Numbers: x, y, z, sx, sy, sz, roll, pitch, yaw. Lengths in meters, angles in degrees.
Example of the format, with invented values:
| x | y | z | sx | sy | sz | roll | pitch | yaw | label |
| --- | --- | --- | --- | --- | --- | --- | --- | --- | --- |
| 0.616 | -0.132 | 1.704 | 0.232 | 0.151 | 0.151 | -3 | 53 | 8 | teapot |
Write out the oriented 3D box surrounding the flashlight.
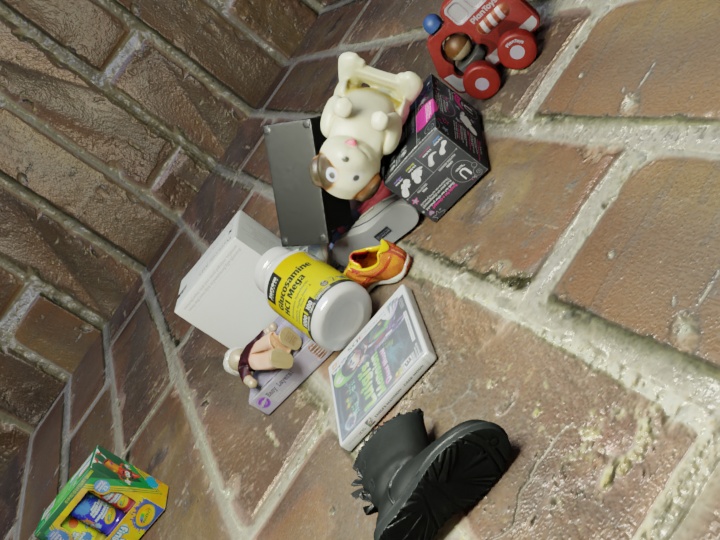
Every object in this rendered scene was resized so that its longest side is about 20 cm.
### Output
| x | y | z | sx | sy | sz | roll | pitch | yaw | label |
| --- | --- | --- | --- | --- | --- | --- | --- | --- | --- |
| 0.016 | -0.121 | 1.474 | 0.200 | 0.068 | 0.068 | -48 | -10 | 27 | flashlight |

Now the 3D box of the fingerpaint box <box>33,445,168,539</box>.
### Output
| x | y | z | sx | sy | sz | roll | pitch | yaw | label |
| --- | --- | --- | --- | --- | --- | --- | --- | --- | --- |
| -0.494 | 0.462 | 1.609 | 0.200 | 0.166 | 0.074 | -48 | 20 | 15 | fingerpaint box |

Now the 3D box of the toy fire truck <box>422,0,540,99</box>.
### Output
| x | y | z | sx | sy | sz | roll | pitch | yaw | label |
| --- | --- | --- | --- | --- | --- | --- | --- | --- | --- |
| 0.197 | -0.399 | 1.411 | 0.200 | 0.167 | 0.113 | -37 | 27 | 38 | toy fire truck |

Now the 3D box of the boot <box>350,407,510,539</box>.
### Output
| x | y | z | sx | sy | sz | roll | pitch | yaw | label |
| --- | --- | --- | --- | --- | --- | --- | --- | --- | --- |
| 0.069 | 0.207 | 0.926 | 0.199 | 0.073 | 0.163 | -51 | 18 | 12 | boot |

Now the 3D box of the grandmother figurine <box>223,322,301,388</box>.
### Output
| x | y | z | sx | sy | sz | roll | pitch | yaw | label |
| --- | --- | --- | --- | --- | --- | --- | --- | --- | --- |
| -0.173 | 0.141 | 1.423 | 0.199 | 0.061 | 0.122 | -22 | 30 | 51 | grandmother figurine |

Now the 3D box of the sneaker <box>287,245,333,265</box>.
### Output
| x | y | z | sx | sy | sz | roll | pitch | yaw | label |
| --- | --- | --- | --- | --- | --- | --- | --- | --- | --- |
| -0.076 | -0.029 | 1.517 | 0.071 | 0.080 | 0.200 | -55 | 15 | 2 | sneaker |

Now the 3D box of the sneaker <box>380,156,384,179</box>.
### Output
| x | y | z | sx | sy | sz | roll | pitch | yaw | label |
| --- | --- | --- | --- | --- | --- | --- | --- | --- | --- |
| 0.053 | -0.216 | 1.541 | 0.201 | 0.077 | 0.111 | -52 | 7 | -3 | sneaker |

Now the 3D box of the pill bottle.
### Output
| x | y | z | sx | sy | sz | roll | pitch | yaw | label |
| --- | --- | --- | --- | --- | --- | --- | --- | --- | --- |
| -0.083 | 0.037 | 1.343 | 0.199 | 0.112 | 0.113 | 31 | 85 | 43 | pill bottle |

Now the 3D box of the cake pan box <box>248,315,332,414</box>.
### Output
| x | y | z | sx | sy | sz | roll | pitch | yaw | label |
| --- | --- | --- | --- | --- | --- | --- | --- | --- | --- |
| -0.118 | 0.129 | 1.466 | 0.200 | 0.052 | 0.185 | -46 | 21 | 22 | cake pan box |

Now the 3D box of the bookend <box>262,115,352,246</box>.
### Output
| x | y | z | sx | sy | sz | roll | pitch | yaw | label |
| --- | --- | --- | --- | --- | --- | --- | --- | --- | --- |
| -0.064 | -0.162 | 1.432 | 0.091 | 0.201 | 0.200 | -3 | 13 | 26 | bookend |

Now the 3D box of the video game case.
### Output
| x | y | z | sx | sy | sz | roll | pitch | yaw | label |
| --- | --- | --- | --- | --- | --- | --- | --- | --- | --- |
| 0.024 | 0.132 | 1.193 | 0.182 | 0.023 | 0.200 | -49 | 22 | 15 | video game case |

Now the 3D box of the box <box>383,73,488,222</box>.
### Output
| x | y | z | sx | sy | sz | roll | pitch | yaw | label |
| --- | --- | --- | --- | --- | --- | --- | --- | --- | --- |
| 0.118 | -0.199 | 1.359 | 0.132 | 0.114 | 0.201 | -45 | 23 | 29 | box |

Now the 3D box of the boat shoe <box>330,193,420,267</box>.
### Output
| x | y | z | sx | sy | sz | roll | pitch | yaw | label |
| --- | --- | --- | --- | --- | --- | --- | --- | --- | --- |
| 0.027 | -0.075 | 1.430 | 0.200 | 0.072 | 0.066 | -40 | 21 | 39 | boat shoe |

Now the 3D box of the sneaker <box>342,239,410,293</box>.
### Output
| x | y | z | sx | sy | sz | roll | pitch | yaw | label |
| --- | --- | --- | --- | --- | --- | --- | --- | --- | --- |
| 0.000 | 0.000 | 1.369 | 0.200 | 0.077 | 0.074 | -35 | 30 | 45 | sneaker |

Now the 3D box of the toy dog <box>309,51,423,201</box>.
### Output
| x | y | z | sx | sy | sz | roll | pitch | yaw | label |
| --- | --- | --- | --- | --- | --- | --- | --- | --- | --- |
| -0.010 | -0.207 | 1.310 | 0.194 | 0.138 | 0.202 | 125 | 166 | -57 | toy dog |

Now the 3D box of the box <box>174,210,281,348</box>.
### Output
| x | y | z | sx | sy | sz | roll | pitch | yaw | label |
| --- | --- | --- | --- | --- | --- | --- | --- | --- | --- |
| -0.214 | 0.034 | 1.603 | 0.199 | 0.199 | 0.131 | -47 | 22 | 17 | box |

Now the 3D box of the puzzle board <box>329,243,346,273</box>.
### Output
| x | y | z | sx | sy | sz | roll | pitch | yaw | label |
| --- | --- | --- | --- | --- | --- | --- | --- | --- | --- |
| -0.005 | -0.066 | 1.559 | 0.200 | 0.017 | 0.152 | -41 | 25 | 34 | puzzle board |
